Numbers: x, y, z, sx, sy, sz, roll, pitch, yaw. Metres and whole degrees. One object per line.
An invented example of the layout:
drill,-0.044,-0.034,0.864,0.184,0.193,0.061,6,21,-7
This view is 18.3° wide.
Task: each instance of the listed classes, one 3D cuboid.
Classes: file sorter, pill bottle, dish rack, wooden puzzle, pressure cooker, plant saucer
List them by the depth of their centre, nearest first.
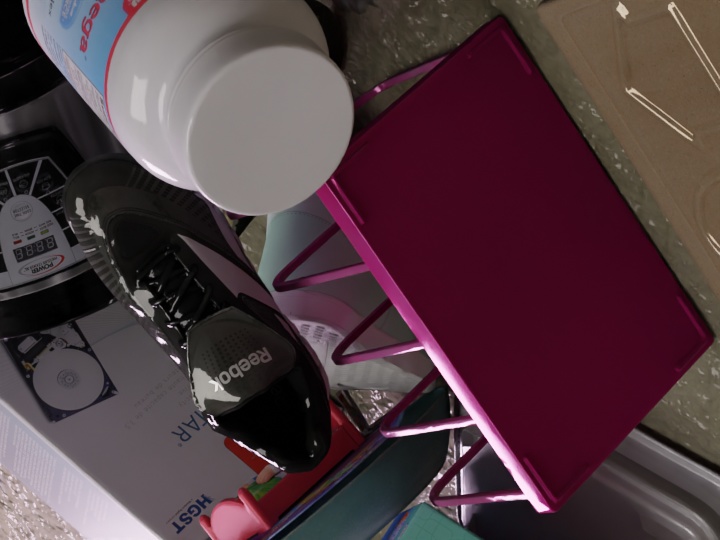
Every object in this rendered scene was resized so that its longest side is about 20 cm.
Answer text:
wooden puzzle,0.187,-0.066,0.979,0.185,0.046,0.200,56,152,-13
pill bottle,-0.081,-0.105,1.061,0.200,0.109,0.109,45,158,52
file sorter,0.049,0.004,1.129,0.200,0.139,0.125,55,149,-12
dish rack,0.129,0.146,1.279,0.200,0.044,0.172,28,143,27
plant saucer,-0.017,0.143,1.298,0.036,0.200,0.200,51,148,-1
pressure cooker,-0.207,-0.054,1.335,0.175,0.179,0.200,7,126,33

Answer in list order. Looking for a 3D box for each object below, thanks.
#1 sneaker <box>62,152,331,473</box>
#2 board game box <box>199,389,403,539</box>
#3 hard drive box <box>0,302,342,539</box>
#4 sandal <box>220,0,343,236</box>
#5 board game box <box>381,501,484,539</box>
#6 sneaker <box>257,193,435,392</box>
sneaker,-0.071,0.025,1.101,0.200,0.066,0.091,53,-177,-27
board game box,-0.047,0.118,1.298,0.039,0.158,0.200,51,-175,0
hard drive box,-0.139,0.091,1.434,0.200,0.156,0.077,38,146,13
sandal,-0.064,-0.081,1.225,0.057,0.080,0.201,40,148,7
board game box,0.080,0.189,1.243,0.152,0.045,0.200,33,172,1
sneaker,0.000,0.000,1.262,0.074,0.119,0.200,-1,162,17
